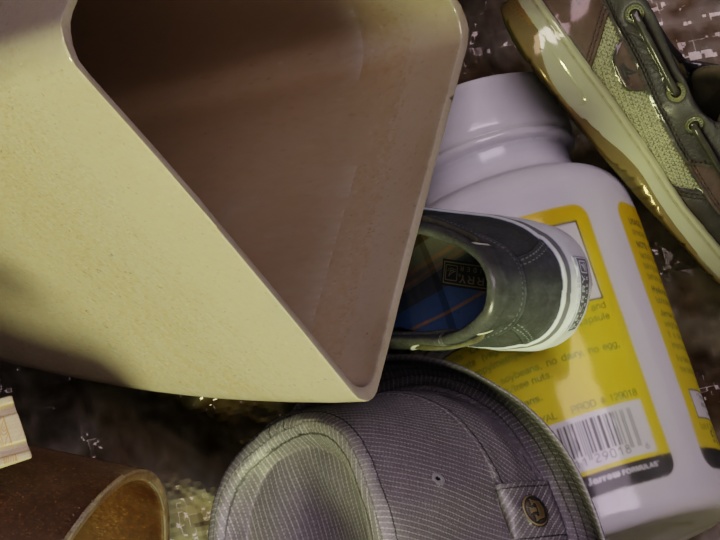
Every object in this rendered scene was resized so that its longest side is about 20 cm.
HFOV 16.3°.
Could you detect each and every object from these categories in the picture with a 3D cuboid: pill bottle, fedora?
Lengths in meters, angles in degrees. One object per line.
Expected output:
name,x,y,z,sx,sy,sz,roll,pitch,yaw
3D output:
pill bottle,0.075,0.024,1.058,0.111,0.111,0.201,-14,74,-12
fedora,0.006,0.129,0.977,0.090,0.176,0.201,5,70,-52

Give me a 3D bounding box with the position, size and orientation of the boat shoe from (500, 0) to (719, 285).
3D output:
boat shoe,0.140,-0.059,1.067,0.066,0.072,0.201,-38,121,16

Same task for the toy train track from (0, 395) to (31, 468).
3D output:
toy train track,-0.184,0.029,0.866,0.114,0.033,0.201,-18,78,-14

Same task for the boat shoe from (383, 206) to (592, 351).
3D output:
boat shoe,0.000,0.000,1.013,0.056,0.199,0.069,1,91,-48

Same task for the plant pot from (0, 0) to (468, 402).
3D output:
plant pot,-0.097,-0.072,0.955,0.176,0.200,0.201,-12,45,32

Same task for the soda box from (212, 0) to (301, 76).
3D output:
soda box,-0.065,-0.149,1.061,0.200,0.068,0.064,46,74,-33

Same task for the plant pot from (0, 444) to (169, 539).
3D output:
plant pot,-0.201,0.133,0.965,0.199,0.187,0.188,18,69,13
